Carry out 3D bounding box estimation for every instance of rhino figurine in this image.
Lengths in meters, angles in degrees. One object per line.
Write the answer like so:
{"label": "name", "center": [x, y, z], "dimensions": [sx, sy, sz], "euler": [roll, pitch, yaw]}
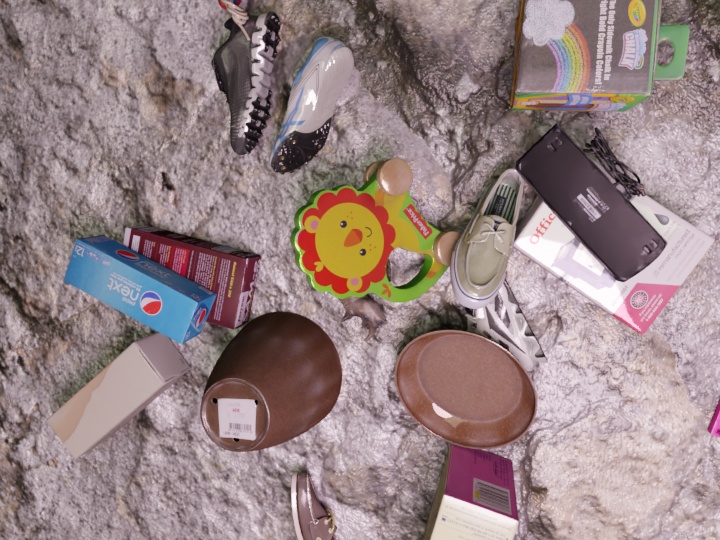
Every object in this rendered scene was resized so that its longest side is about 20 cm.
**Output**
{"label": "rhino figurine", "center": [0.000, 0.000, 0.884], "dimensions": [0.086, 0.060, 0.203], "euler": [-4, 93, 5]}

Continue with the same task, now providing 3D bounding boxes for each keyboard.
{"label": "keyboard", "center": [0.290, -0.090, 0.753], "dimensions": [0.200, 0.040, 0.104], "euler": [49, 124, 4]}

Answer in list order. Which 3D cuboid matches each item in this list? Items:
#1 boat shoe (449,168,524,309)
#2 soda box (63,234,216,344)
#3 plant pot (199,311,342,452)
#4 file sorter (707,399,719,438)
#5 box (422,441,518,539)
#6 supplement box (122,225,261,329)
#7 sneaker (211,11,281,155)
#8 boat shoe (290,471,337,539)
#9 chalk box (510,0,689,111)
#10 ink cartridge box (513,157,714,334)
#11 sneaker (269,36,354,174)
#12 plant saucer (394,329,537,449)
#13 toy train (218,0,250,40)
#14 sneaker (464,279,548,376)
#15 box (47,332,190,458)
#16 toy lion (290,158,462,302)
{"label": "boat shoe", "center": [0.162, -0.047, 0.792], "dimensions": [0.071, 0.062, 0.202], "euler": [17, 59, 4]}
{"label": "soda box", "center": [-0.313, 0.024, 0.886], "dimensions": [0.198, 0.064, 0.068], "euler": [27, 103, 7]}
{"label": "plant pot", "center": [-0.135, 0.168, 0.859], "dimensions": [0.184, 0.200, 0.190], "euler": [1, 97, 10]}
{"label": "file sorter", "center": [0.571, 0.190, 0.761], "dimensions": [0.198, 0.125, 0.141], "euler": [18, 100, 8]}
{"label": "box", "center": [0.136, 0.368, 0.839], "dimensions": [0.096, 0.176, 0.202], "euler": [17, 99, 9]}
{"label": "supplement box", "center": [-0.258, 0.007, 0.936], "dimensions": [0.198, 0.061, 0.110], "euler": [15, 100, 10]}
{"label": "sneaker", "center": [-0.172, -0.268, 0.889], "dimensions": [0.089, 0.066, 0.203], "euler": [11, 94, 12]}
{"label": "boat shoe", "center": [-0.063, 0.395, 0.937], "dimensions": [0.059, 0.072, 0.203], "euler": [-9, 98, 6]}
{"label": "chalk box", "center": [0.292, -0.267, 0.768], "dimensions": [0.197, 0.124, 0.127], "euler": [5, 96, 9]}
{"label": "ink cartridge box", "center": [0.315, -0.038, 0.806], "dimensions": [0.199, 0.084, 0.146], "euler": [35, 100, 6]}
{"label": "sneaker", "center": [-0.075, -0.230, 0.879], "dimensions": [0.072, 0.071, 0.201], "euler": [44, 112, 38]}
{"label": "plant saucer", "center": [0.145, 0.157, 0.856], "dimensions": [0.198, 0.037, 0.202], "euler": [13, 124, 19]}
{"label": "toy train", "center": [-0.155, -0.414, 0.848], "dimensions": [0.115, 0.085, 0.201], "euler": [-35, 75, -1]}
{"label": "sneaker", "center": [0.172, 0.054, 0.850], "dimensions": [0.088, 0.074, 0.202], "euler": [-26, 90, 11]}
{"label": "box", "center": [-0.371, 0.190, 0.963], "dimensions": [0.199, 0.095, 0.078], "euler": [-40, 87, 11]}
{"label": "toy lion", "center": [0.015, -0.035, 0.813], "dimensions": [0.192, 0.069, 0.200], "euler": [-45, 110, -9]}
